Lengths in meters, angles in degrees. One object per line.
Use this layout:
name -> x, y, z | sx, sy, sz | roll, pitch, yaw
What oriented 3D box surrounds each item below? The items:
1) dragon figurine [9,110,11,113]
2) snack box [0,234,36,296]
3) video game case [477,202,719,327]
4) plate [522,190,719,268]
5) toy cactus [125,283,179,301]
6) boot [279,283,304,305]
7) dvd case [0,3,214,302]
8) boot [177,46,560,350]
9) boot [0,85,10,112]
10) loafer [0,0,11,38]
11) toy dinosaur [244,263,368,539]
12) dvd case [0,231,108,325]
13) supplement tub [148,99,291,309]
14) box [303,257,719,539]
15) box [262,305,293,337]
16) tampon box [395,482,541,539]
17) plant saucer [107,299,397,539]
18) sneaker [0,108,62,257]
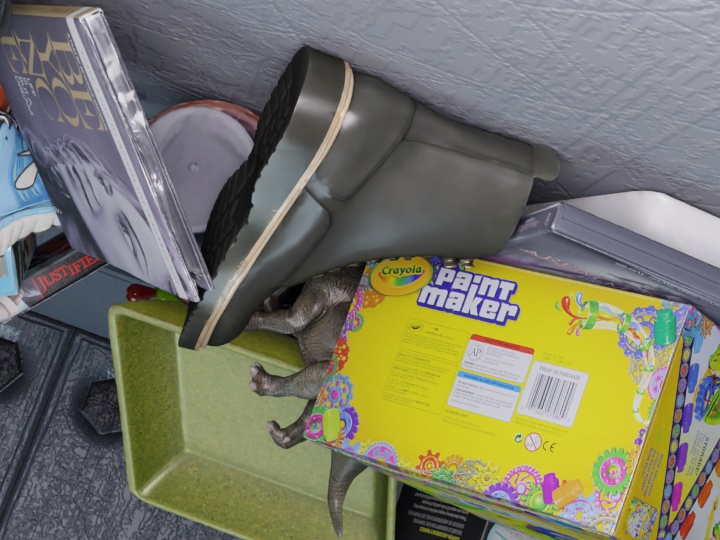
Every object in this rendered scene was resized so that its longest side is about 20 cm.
dragon figurine -> -0.276, -0.086, 1.382 | 0.200, 0.059, 0.099 | 5, 162, 44
snack box -> -0.283, -0.010, 1.270 | 0.116, 0.037, 0.200 | -7, -170, -5
video game case -> 0.133, 0.009, 0.989 | 0.143, 0.019, 0.200 | 22, 172, -10
plate -> 0.191, 0.012, 1.038 | 0.200, 0.032, 0.200 | 24, 171, -18
toy cactus -> -0.112, 0.036, 1.756 | 0.165, 0.102, 0.200 | 3, -178, -40
boot -> 0.000, 0.000, 1.232 | 0.200, 0.077, 0.168 | 16, 177, -25
dvd case -> -0.143, -0.066, 0.976 | 0.200, 0.016, 0.149 | 17, 131, 62
boot -> -0.003, -0.010, 0.953 | 0.138, 0.078, 0.200 | 18, 139, -15
boot -> -0.268, -0.131, 1.067 | 0.200, 0.075, 0.107 | 28, 163, -38
loafer -> -0.207, -0.135, 0.939 | 0.068, 0.070, 0.201 | 59, 152, -2
toy dinosaur -> -0.010, 0.052, 1.093 | 0.102, 0.200, 0.077 | -7, 166, 15
dvd case -> -0.203, -0.012, 1.332 | 0.022, 0.200, 0.146 | 61, 160, -12
supplement tub -> -0.086, -0.038, 1.106 | 0.107, 0.107, 0.200 | 19, 171, 6
box -> 0.115, 0.085, 1.031 | 0.200, 0.122, 0.193 | 13, 168, 38
box -> 0.018, 0.081, 1.389 | 0.200, 0.104, 0.148 | -2, -169, -43
tampon box -> 0.135, 0.122, 1.282 | 0.150, 0.200, 0.126 | 23, 171, -25
plant saucer -> -0.060, 0.103, 1.233 | 0.200, 0.048, 0.200 | 18, 138, 15
sneaker -> -0.202, -0.068, 1.088 | 0.078, 0.090, 0.200 | 12, -148, 26
